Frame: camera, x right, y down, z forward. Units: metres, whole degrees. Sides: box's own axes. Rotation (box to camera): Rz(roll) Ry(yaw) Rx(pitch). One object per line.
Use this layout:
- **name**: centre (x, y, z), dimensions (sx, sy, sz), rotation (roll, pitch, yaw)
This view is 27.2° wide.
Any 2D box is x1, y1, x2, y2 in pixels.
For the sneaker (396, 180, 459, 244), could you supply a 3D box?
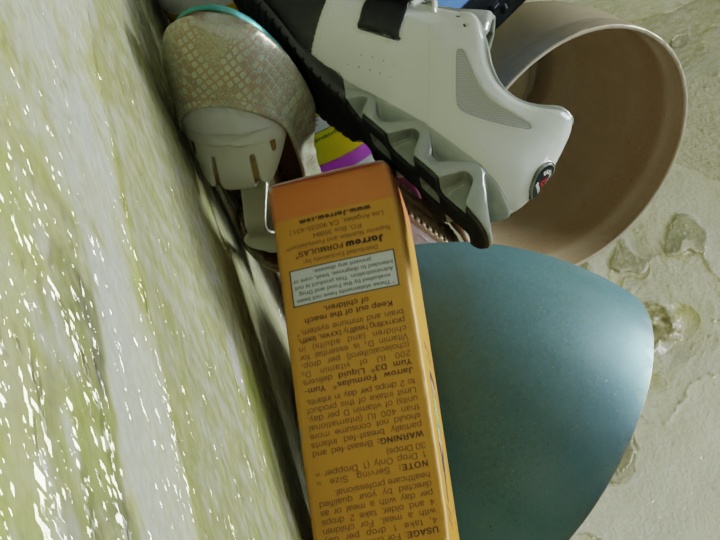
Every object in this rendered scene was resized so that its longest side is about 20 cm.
- **sneaker**: centre (-0.036, -0.038, 1.034), dimensions (0.200, 0.109, 0.070), rotation (36, 20, -23)

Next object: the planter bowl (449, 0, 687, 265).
- **planter bowl**: centre (0.119, -0.114, 1.095), dimensions (0.135, 0.200, 0.201), rotation (45, -17, 44)

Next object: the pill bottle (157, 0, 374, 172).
- **pill bottle**: centre (-0.049, -0.144, 0.834), dimensions (0.200, 0.104, 0.104), rotation (59, 8, -34)

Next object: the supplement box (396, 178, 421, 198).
- **supplement box**: centre (0.015, 0.002, 1.195), dimensions (0.200, 0.110, 0.086), rotation (-106, 175, -57)

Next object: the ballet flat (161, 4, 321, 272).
- **ballet flat**: centre (-0.051, -0.057, 0.754), dimensions (0.200, 0.067, 0.063), rotation (63, 27, -63)

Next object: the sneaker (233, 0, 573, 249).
- **sneaker**: centre (0.018, -0.106, 0.735), dimensions (0.200, 0.089, 0.074), rotation (42, -9, 13)

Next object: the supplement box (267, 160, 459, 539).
- **supplement box**: centre (0.003, 0.053, 0.707), dimensions (0.067, 0.068, 0.201), rotation (66, 13, -64)

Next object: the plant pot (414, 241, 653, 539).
- **plant pot**: centre (0.044, 0.062, 0.821), dimensions (0.134, 0.200, 0.200), rotation (33, 14, -16)

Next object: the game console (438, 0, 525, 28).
- **game console**: centre (0.066, -0.174, 0.898), dimensions (0.118, 0.171, 0.200), rotation (39, -11, 36)
